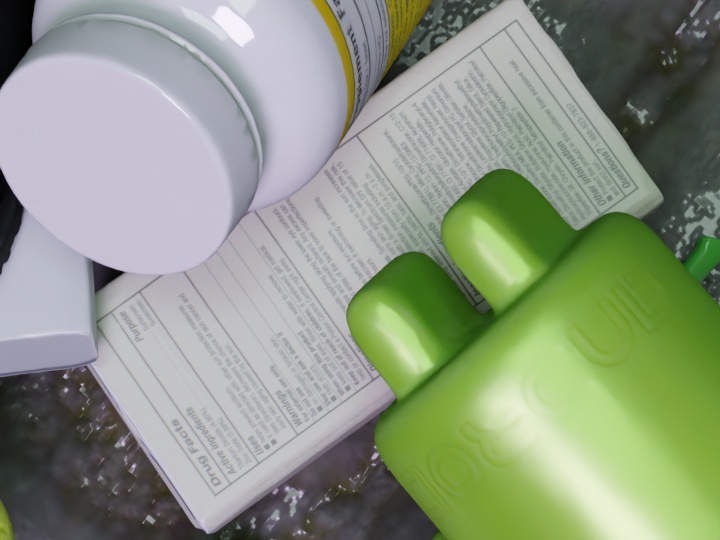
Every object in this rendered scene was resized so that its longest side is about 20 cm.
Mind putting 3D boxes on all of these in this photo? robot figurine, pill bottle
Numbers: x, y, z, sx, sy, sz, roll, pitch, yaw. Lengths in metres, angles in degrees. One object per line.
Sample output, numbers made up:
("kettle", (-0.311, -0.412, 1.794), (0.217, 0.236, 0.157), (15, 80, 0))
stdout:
("robot figurine", (0.085, 0.063, 0.816), (0.175, 0.116, 0.200), (-43, 89, 16))
("pill bottle", (-0.041, -0.093, 0.856), (0.112, 0.113, 0.200), (30, 47, 2))

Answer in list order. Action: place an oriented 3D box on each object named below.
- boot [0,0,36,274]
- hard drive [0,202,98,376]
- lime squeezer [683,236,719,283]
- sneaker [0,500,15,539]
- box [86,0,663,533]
("boot", (-0.148, -0.098, 0.817), (0.079, 0.158, 0.213), (7, 59, 6))
("hard drive", (-0.164, -0.052, 0.898), (0.131, 0.027, 0.201), (-7, 58, -1))
("lime squeezer", (0.082, 0.080, 0.932), (0.070, 0.038, 0.202), (15, 83, -31))
("sneaker", (-0.201, 0.061, 0.901), (0.074, 0.084, 0.200), (-27, 64, -34))
("box", (0.000, 0.000, 0.910), (0.199, 0.078, 0.095), (-34, 86, -4))
